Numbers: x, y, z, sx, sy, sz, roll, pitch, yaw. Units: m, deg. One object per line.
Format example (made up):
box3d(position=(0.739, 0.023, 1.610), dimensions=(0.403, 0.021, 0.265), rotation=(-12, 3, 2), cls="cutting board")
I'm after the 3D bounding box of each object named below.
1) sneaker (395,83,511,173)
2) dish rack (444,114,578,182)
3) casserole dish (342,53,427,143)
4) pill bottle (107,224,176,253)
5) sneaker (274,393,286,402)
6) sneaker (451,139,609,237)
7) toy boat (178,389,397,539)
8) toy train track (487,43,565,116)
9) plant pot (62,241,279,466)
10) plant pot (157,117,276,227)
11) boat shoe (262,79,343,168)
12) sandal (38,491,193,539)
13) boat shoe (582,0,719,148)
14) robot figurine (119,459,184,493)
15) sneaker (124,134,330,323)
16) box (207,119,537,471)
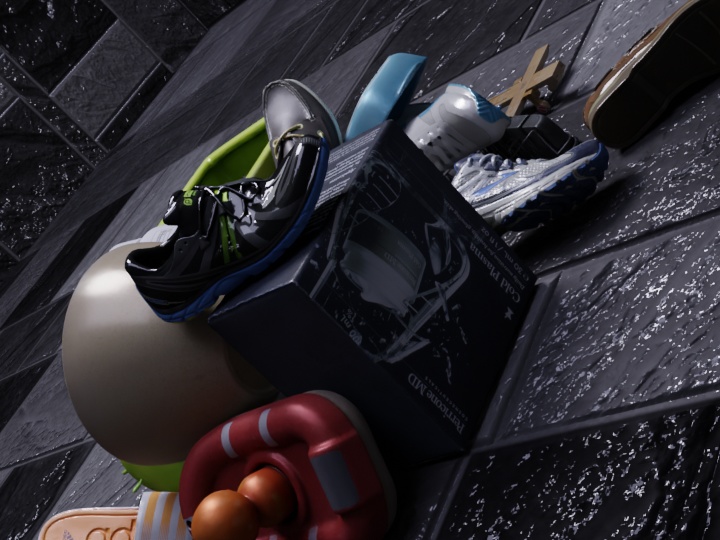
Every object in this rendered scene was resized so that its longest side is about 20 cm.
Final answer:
box3d(position=(0.082, -0.129, 1.200), dimensions=(0.081, 0.076, 0.200), rotation=(-59, 15, -14), cls="sneaker")
box3d(position=(0.112, -0.077, 1.213), dimensions=(0.200, 0.055, 0.153), rotation=(-51, 19, -11), cls="dish rack")
box3d(position=(0.015, -0.154, 1.287), dimensions=(0.121, 0.039, 0.200), rotation=(-58, -4, -36), cls="casserole dish")
box3d(position=(-0.161, 0.001, 1.237), dimensions=(0.200, 0.113, 0.113), rotation=(-10, 35, 28), cls="pill bottle")
box3d(position=(-0.029, 0.067, 1.106), dimensions=(0.108, 0.067, 0.202), rotation=(7, 84, 49), cls="sneaker")
box3d(position=(0.125, -0.076, 1.080), dimensions=(0.200, 0.085, 0.077), rotation=(-28, -20, 19), cls="sneaker")
box3d(position=(-0.078, 0.179, 0.926), dimensions=(0.131, 0.131, 0.200), rotation=(-24, 0, -45), cls="toy boat")
box3d(position=(0.170, -0.186, 1.350), dimensions=(0.200, 0.033, 0.115), rotation=(-21, 37, 60), cls="toy train track")
box3d(position=(-0.138, 0.068, 1.041), dimensions=(0.134, 0.200, 0.200), rotation=(-7, 40, 37), cls="plant pot")
box3d(position=(-0.098, -0.053, 1.385), dimensions=(0.199, 0.181, 0.200), rotation=(-27, 26, 41), cls="plant pot")
box3d(position=(-0.054, -0.116, 1.236), dimensions=(0.072, 0.202, 0.061), rotation=(-32, -17, 22), cls="boat shoe")
box3d(position=(-0.197, 0.236, 1.059), dimensions=(0.206, 0.059, 0.079), rotation=(-5, 62, 10), cls="sandal")
box3d(position=(0.281, -0.199, 1.090), dimensions=(0.200, 0.072, 0.068), rotation=(-38, 22, 17), cls="boat shoe")
box3d(position=(-0.169, 0.144, 1.230), dimensions=(0.200, 0.116, 0.175), rotation=(-48, 14, -11), cls="robot figurine")
box3d(position=(-0.103, -0.037, 0.914), dimensions=(0.199, 0.083, 0.071), rotation=(-37, 22, 22), cls="sneaker")
box3d(position=(0.016, 0.023, 0.982), dimensions=(0.124, 0.200, 0.197), rotation=(-23, 29, 47), cls="box")
